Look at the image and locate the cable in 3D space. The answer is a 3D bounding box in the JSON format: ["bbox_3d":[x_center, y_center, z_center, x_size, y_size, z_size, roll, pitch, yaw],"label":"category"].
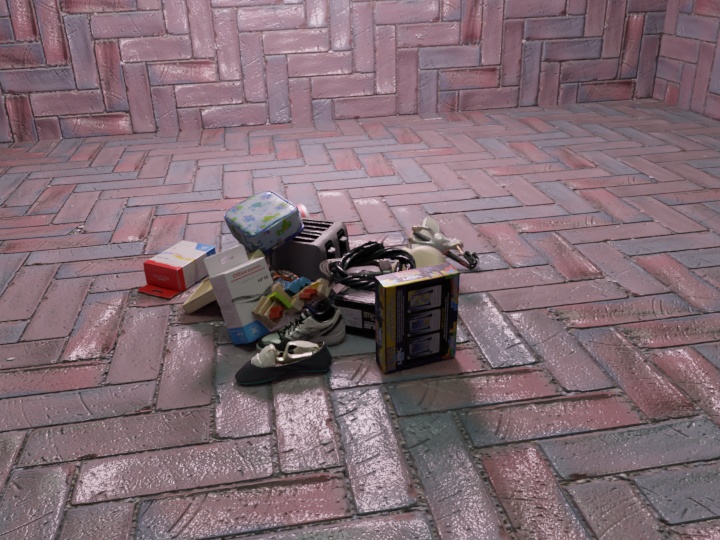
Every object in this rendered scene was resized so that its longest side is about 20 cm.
[{"bbox_3d":[0.028,0.002,1.517,0.199,0.051,0.163,-25,47,-38],"label":"cable"}]

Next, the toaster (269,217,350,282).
[{"bbox_3d":[-0.141,-0.054,1.800,0.199,0.119,0.181,8,26,20],"label":"toaster"}]

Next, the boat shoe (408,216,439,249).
[{"bbox_3d":[0.170,-0.079,1.900,0.060,0.072,0.202,-40,13,35],"label":"boat shoe"}]

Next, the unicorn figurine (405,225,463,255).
[{"bbox_3d":[0.187,-0.058,1.731,0.136,0.200,0.074,17,71,2],"label":"unicorn figurine"}]

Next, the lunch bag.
[{"bbox_3d":[-0.242,-0.124,1.717,0.160,0.083,0.200,-34,36,-18],"label":"lunch bag"}]

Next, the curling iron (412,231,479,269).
[{"bbox_3d":[0.229,-0.058,1.824,0.199,0.026,0.050,26,55,15],"label":"curling iron"}]

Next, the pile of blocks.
[{"bbox_3d":[-0.143,0.053,1.484,0.199,0.082,0.062,-30,3,-37],"label":"pile of blocks"}]

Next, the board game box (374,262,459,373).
[{"bbox_3d":[0.113,0.096,1.367,0.164,0.201,0.057,-9,28,-17],"label":"board game box"}]

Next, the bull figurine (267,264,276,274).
[{"bbox_3d":[-0.263,0.029,1.657,0.121,0.065,0.200,-42,23,2],"label":"bull figurine"}]

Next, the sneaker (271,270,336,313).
[{"bbox_3d":[-0.126,0.066,1.599,0.199,0.079,0.075,27,59,18],"label":"sneaker"}]

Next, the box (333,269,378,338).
[{"bbox_3d":[0.061,0.079,1.537,0.199,0.087,0.164,8,27,22],"label":"box"}]

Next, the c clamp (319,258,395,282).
[{"bbox_3d":[0.000,0.000,1.581,0.198,0.027,0.171,-1,24,2],"label":"c clamp"}]

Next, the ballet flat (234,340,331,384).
[{"bbox_3d":[-0.157,0.178,1.368,0.199,0.074,0.073,-8,26,-11],"label":"ballet flat"}]

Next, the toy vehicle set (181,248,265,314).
[{"bbox_3d":[-0.328,0.026,1.624,0.199,0.027,0.124,-27,19,26],"label":"toy vehicle set"}]

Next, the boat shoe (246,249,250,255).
[{"bbox_3d":[-0.272,-0.090,1.830,0.069,0.201,0.071,-1,-18,-4],"label":"boat shoe"}]

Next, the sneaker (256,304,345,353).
[{"bbox_3d":[-0.131,0.124,1.459,0.199,0.088,0.076,-14,29,-21],"label":"sneaker"}]

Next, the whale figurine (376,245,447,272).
[{"bbox_3d":[0.123,0.021,1.663,0.199,0.104,0.160,-18,60,14],"label":"whale figurine"}]

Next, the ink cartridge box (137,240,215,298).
[{"bbox_3d":[-0.483,-0.005,1.780,0.115,0.068,0.200,10,28,24],"label":"ink cartridge box"}]

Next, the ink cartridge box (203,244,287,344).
[{"bbox_3d":[-0.252,0.048,1.486,0.116,0.201,0.066,-26,10,-41],"label":"ink cartridge box"}]

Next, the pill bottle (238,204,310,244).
[{"bbox_3d":[-0.248,-0.116,1.936,0.199,0.120,0.120,-13,27,-22],"label":"pill bottle"}]
